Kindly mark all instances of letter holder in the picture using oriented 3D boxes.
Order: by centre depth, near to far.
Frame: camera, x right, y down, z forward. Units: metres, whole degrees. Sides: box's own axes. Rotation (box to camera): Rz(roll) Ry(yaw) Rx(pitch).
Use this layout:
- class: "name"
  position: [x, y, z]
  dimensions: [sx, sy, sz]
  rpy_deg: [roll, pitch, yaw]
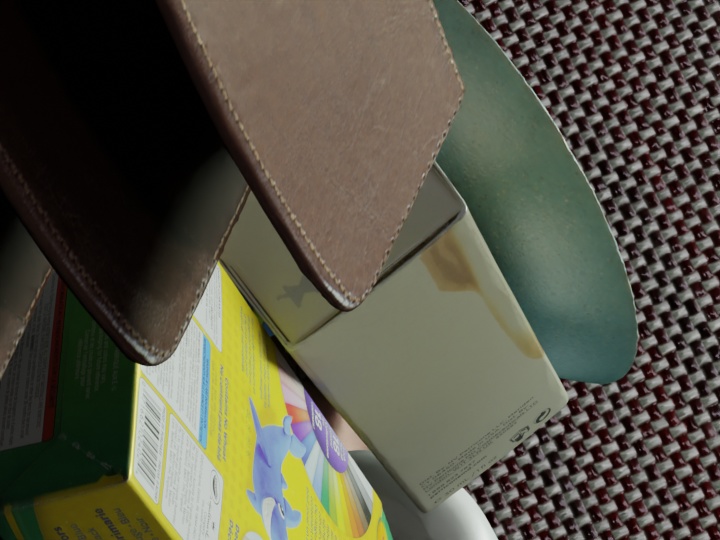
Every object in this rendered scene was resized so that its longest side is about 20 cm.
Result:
- class: "letter holder"
  position: [-0.067, -0.058, 0.600]
  dimensions: [0.142, 0.100, 0.200]
  rpy_deg: [-66, 150, -30]

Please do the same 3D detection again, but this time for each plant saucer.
- class: "plant saucer"
  position: [0.030, -0.031, 1.031]
  dimensions: [0.201, 0.039, 0.201]
  rpy_deg: [51, -16, 22]

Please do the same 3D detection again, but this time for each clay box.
- class: "clay box"
  position: [-0.040, 0.077, 0.774]
  dimensions: [0.200, 0.047, 0.115]
  rpy_deg: [60, 22, -44]

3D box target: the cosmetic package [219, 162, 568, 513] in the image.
- class: "cosmetic package"
  position: [0.000, 0.000, 0.891]
  dimensions: [0.105, 0.071, 0.200]
  rpy_deg: [52, -2, 22]

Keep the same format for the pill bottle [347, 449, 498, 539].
- class: "pill bottle"
  position: [0.019, 0.156, 1.043]
  dimensions: [0.200, 0.110, 0.111]
  rpy_deg: [64, 1, -59]

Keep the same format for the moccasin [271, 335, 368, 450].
- class: "moccasin"
  position: [-0.005, 0.012, 1.133]
  dimensions: [0.074, 0.078, 0.202]
  rpy_deg: [31, 48, -43]

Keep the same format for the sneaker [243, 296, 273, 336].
- class: "sneaker"
  position: [-0.058, -0.068, 1.086]
  dimensions: [0.083, 0.070, 0.200]
  rpy_deg: [158, -69, -82]
